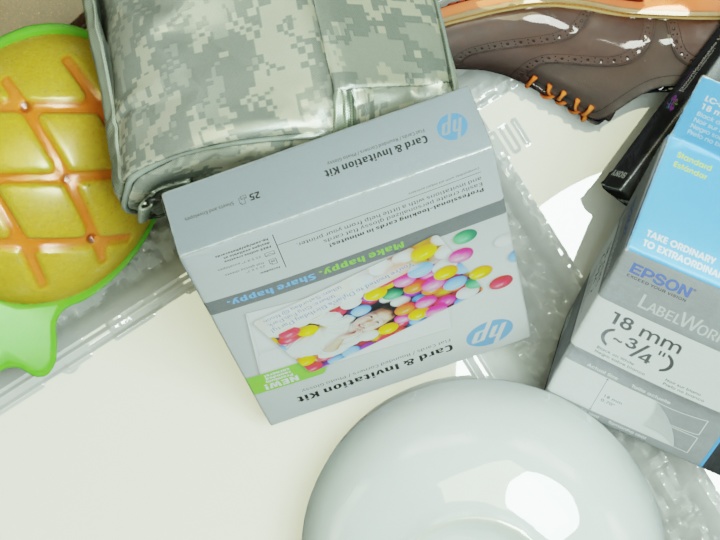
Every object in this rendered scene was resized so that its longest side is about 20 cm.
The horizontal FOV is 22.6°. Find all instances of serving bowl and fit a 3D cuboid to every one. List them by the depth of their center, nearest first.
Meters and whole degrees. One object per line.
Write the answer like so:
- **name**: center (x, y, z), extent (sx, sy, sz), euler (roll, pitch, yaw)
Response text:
- **serving bowl**: center (0.062, 0.161, 0.952), extent (0.199, 0.066, 0.201), euler (1, 99, 8)

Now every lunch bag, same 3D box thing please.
- **lunch bag**: center (-0.059, -0.129, 0.921), extent (0.167, 0.139, 0.201), euler (-6, 74, -18)

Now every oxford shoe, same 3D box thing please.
- **oxford shoe**: center (0.112, -0.115, 0.981), extent (0.199, 0.071, 0.073), euler (-3, 92, 1)

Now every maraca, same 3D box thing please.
- **maraca**: center (-0.180, -0.034, 0.960), extent (0.137, 0.107, 0.201), euler (30, 85, -20)

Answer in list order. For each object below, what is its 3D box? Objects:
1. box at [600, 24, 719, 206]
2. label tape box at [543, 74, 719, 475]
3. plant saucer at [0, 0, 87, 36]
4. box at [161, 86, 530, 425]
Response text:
- **box**: center (0.248, -0.042, 0.968), extent (0.200, 0.036, 0.143), euler (36, 89, -11)
- **label tape box**: center (0.193, 0.016, 0.913), extent (0.144, 0.200, 0.063), euler (23, 49, 2)
- **plant saucer**: center (-0.201, -0.186, 1.009), extent (0.199, 0.032, 0.201), euler (0, 89, 0)
- **box**: center (0.000, 0.000, 0.916), extent (0.155, 0.200, 0.041), euler (-19, 61, 0)
